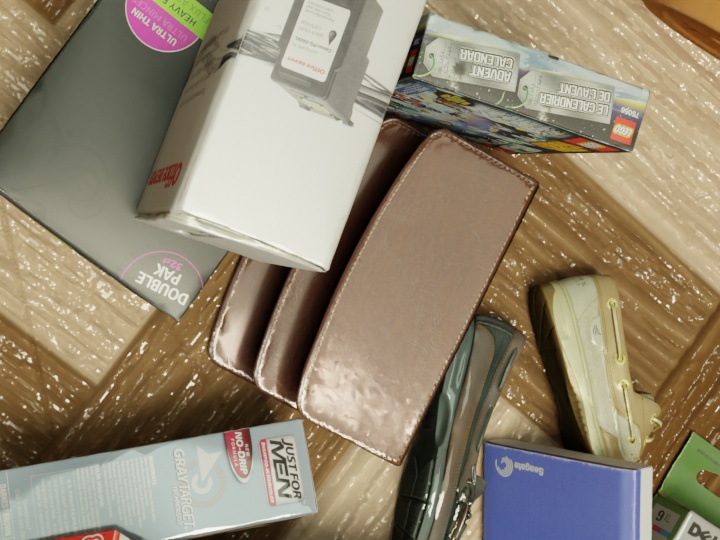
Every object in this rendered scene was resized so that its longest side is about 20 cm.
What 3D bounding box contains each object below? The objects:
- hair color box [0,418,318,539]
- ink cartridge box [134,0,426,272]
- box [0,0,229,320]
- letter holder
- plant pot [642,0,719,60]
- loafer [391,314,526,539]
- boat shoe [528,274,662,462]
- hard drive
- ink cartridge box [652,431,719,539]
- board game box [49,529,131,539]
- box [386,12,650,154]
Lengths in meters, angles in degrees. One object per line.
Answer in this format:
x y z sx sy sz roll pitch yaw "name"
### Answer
-0.134 0.143 0.736 0.198 0.099 0.061 -9 79 -13 "hair color box"
-0.037 -0.105 0.607 0.083 0.145 0.202 21 86 -17 "ink cartridge box"
-0.117 -0.094 0.724 0.148 0.124 0.201 37 84 -13 "box"
0.000 0.000 0.770 0.141 0.101 0.201 28 85 -11 "letter holder"
0.286 -0.210 0.796 0.199 0.200 0.141 28 102 -13 "plant pot"
0.068 0.128 0.804 0.062 0.072 0.202 13 86 -12 "loafer"
0.177 0.100 0.829 0.066 0.074 0.202 -16 95 -7 "boat shoe"
0.136 0.224 0.796 0.025 0.131 0.202 -1 92 -41 "hard drive"
0.243 0.234 0.856 0.103 0.059 0.201 33 84 -12 "ink cartridge box"
-0.174 0.211 0.668 0.152 0.198 0.047 50 36 -43 "board game box"
0.073 -0.109 0.731 0.136 0.200 0.040 16 92 -13 "box"
